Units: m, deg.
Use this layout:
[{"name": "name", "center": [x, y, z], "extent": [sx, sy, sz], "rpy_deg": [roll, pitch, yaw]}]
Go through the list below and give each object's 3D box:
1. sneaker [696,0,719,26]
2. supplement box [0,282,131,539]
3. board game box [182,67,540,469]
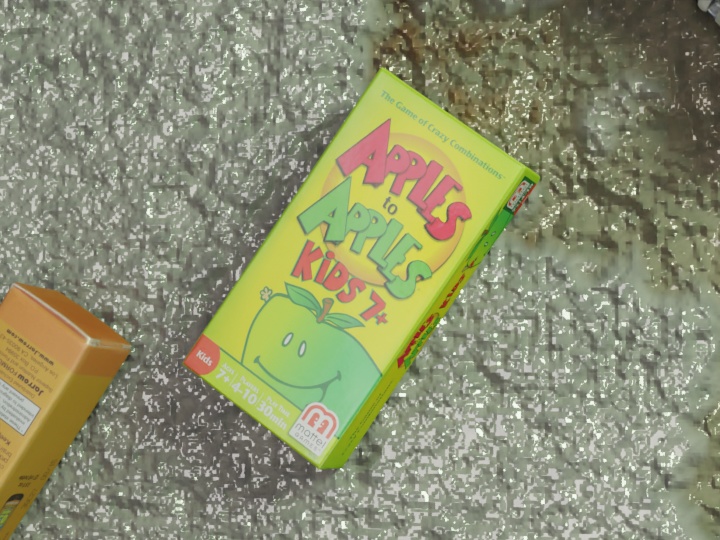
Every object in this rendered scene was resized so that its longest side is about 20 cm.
[{"name": "sneaker", "center": [0.196, -0.141, 1.060], "extent": [0.199, 0.081, 0.147], "rpy_deg": [11, 84, 11]}, {"name": "supplement box", "center": [-0.219, 0.108, 1.164], "extent": [0.069, 0.067, 0.201], "rpy_deg": [32, 94, 16]}, {"name": "board game box", "center": [0.000, 0.000, 1.121], "extent": [0.101, 0.048, 0.200], "rpy_deg": [36, 95, 16]}]
